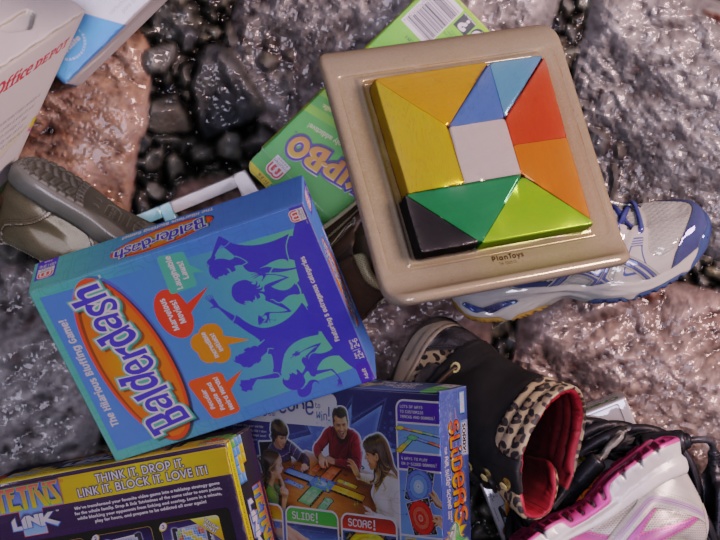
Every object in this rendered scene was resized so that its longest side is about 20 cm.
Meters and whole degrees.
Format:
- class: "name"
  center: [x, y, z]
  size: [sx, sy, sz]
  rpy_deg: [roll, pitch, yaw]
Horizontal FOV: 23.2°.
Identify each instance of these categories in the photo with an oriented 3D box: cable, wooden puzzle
- class: "cable"
  center: [0.187, 0.210, 1.284]
  size: [0.163, 0.051, 0.200]
  rpy_deg: [3, 94, -2]
- class: "wooden puzzle"
  center: [0.081, -0.081, 1.228]
  size: [0.185, 0.037, 0.200]
  rpy_deg: [-10, 70, -18]

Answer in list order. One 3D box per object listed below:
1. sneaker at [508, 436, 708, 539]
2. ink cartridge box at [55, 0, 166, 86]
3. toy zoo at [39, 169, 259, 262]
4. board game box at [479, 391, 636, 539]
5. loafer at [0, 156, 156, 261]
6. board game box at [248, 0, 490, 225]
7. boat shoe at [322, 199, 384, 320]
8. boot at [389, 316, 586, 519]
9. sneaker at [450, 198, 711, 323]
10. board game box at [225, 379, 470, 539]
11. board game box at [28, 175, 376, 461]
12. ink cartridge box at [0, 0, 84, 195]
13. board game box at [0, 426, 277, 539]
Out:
- class: "sneaker"
  center: [0.162, 0.204, 1.226]
  size: [0.200, 0.081, 0.088]
  rpy_deg: [-36, 87, 3]
- class: "ink cartridge box"
  center: [-0.240, -0.244, 1.272]
  size: [0.116, 0.067, 0.200]
  rpy_deg: [-44, 94, 3]
- class: "toy zoo"
  center: [-0.124, 0.010, 1.316]
  size: [0.200, 0.020, 0.131]
  rpy_deg: [-22, 94, 1]
- class: "board game box"
  center: [0.175, 0.207, 1.327]
  size: [0.126, 0.035, 0.200]
  rpy_deg: [-22, 94, 0]
- class: "loafer"
  center: [-0.178, -0.004, 1.273]
  size: [0.200, 0.075, 0.070]
  rpy_deg: [35, 108, -3]
- class: "board game box"
  center: [0.018, -0.114, 1.305]
  size: [0.200, 0.030, 0.096]
  rpy_deg: [-44, 95, 0]
- class: "boat shoe"
  center: [-0.005, -0.004, 1.266]
  size: [0.075, 0.075, 0.202]
  rpy_deg: [37, 94, -17]
- class: "boot"
  center: [0.073, 0.145, 1.264]
  size: [0.073, 0.151, 0.200]
  rpy_deg: [24, 88, -43]
- class: "sneaker"
  center: [0.157, -0.024, 1.276]
  size: [0.200, 0.075, 0.088]
  rpy_deg: [-15, 126, -1]
- class: "board game box"
  center: [-0.013, 0.145, 1.262]
  size: [0.200, 0.034, 0.135]
  rpy_deg: [2, 95, 38]
- class: "board game box"
  center: [-0.107, 0.036, 1.219]
  size: [0.200, 0.045, 0.152]
  rpy_deg: [-18, 119, 8]
- class: "ink cartridge box"
  center: [-0.286, -0.103, 1.207]
  size: [0.087, 0.145, 0.200]
  rpy_deg: [34, 121, 0]
- class: "board game box"
  center: [-0.160, 0.214, 1.287]
  size: [0.200, 0.057, 0.165]
  rpy_deg: [-11, 93, 18]
